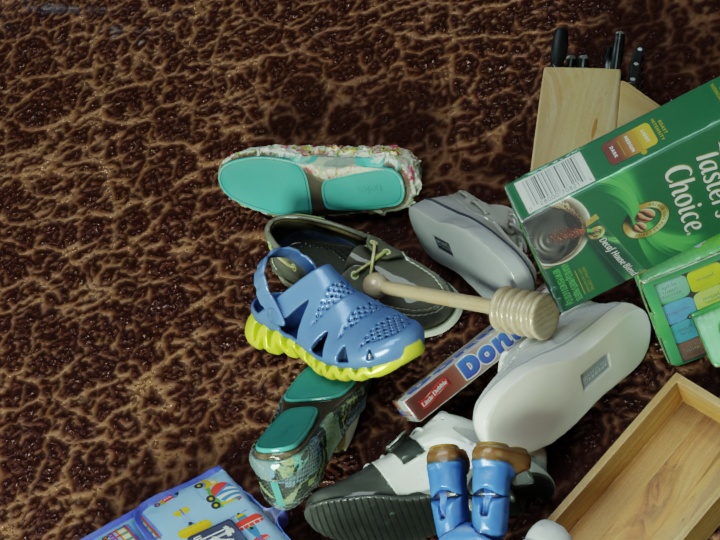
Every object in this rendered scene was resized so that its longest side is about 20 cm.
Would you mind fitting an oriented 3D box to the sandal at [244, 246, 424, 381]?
[{"bbox_3d":[-0.029,0.035,1.625,0.199,0.088,0.079,14,29,41],"label":"sandal"}]

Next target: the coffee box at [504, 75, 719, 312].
[{"bbox_3d":[0.216,-0.059,1.442,0.199,0.123,0.044,-26,48,3],"label":"coffee box"}]

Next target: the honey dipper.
[{"bbox_3d":[0.074,0.025,1.575,0.199,0.038,0.038,8,57,44],"label":"honey dipper"}]

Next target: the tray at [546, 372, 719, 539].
[{"bbox_3d":[0.218,0.181,1.476,0.200,0.037,0.098,-46,50,-15],"label":"tray"}]

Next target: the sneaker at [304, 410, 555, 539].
[{"bbox_3d":[0.051,0.160,1.543,0.198,0.074,0.089,-11,50,2],"label":"sneaker"}]

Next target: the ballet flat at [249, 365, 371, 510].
[{"bbox_3d":[-0.038,0.132,1.593,0.073,0.075,0.200,1,24,24],"label":"ballet flat"}]

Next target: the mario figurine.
[{"bbox_3d":[0.088,0.235,1.447,0.123,0.105,0.202,154,123,-64],"label":"mario figurine"}]

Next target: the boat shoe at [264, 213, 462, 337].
[{"bbox_3d":[-0.002,0.002,1.689,0.200,0.060,0.072,20,64,34],"label":"boat shoe"}]

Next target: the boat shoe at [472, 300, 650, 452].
[{"bbox_3d":[0.147,0.077,1.535,0.068,0.073,0.200,14,41,44],"label":"boat shoe"}]

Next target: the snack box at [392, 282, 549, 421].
[{"bbox_3d":[0.114,0.056,1.595,0.199,0.072,0.024,-37,92,-7],"label":"snack box"}]

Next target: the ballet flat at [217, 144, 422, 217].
[{"bbox_3d":[-0.032,-0.084,1.777,0.198,0.076,0.064,5,26,21],"label":"ballet flat"}]

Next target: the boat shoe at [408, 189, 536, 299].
[{"bbox_3d":[0.108,-0.025,1.637,0.065,0.073,0.200,-27,20,-13],"label":"boat shoe"}]

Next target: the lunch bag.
[{"bbox_3d":[-0.136,0.254,1.552,0.199,0.095,0.150,-33,47,-20],"label":"lunch bag"}]

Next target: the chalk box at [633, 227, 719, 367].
[{"bbox_3d":[0.275,-0.018,1.544,0.124,0.124,0.201,-22,49,6],"label":"chalk box"}]

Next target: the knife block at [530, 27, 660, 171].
[{"bbox_3d":[0.178,-0.133,1.683,0.199,0.064,0.175,-28,47,-24],"label":"knife block"}]
